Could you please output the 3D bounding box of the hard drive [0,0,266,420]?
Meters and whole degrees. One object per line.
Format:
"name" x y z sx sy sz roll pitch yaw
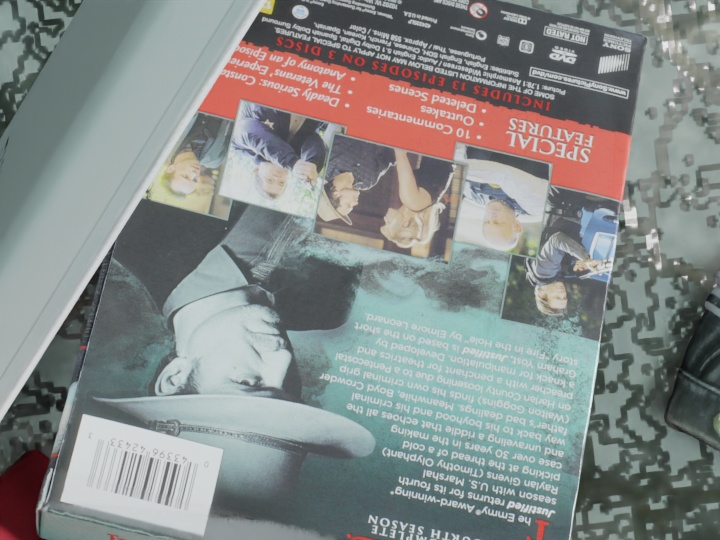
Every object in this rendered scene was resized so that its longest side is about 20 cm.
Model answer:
"hard drive" -0.072 -0.040 0.722 0.027 0.132 0.200 28 114 -14

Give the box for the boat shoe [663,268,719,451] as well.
"boat shoe" 0.184 0.069 0.806 0.199 0.072 0.071 31 98 8

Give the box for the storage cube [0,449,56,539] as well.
"storage cube" -0.092 0.180 0.725 0.180 0.200 0.171 41 98 -1

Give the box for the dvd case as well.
"dvd case" 0.000 0.000 0.767 0.145 0.022 0.201 13 58 -3
